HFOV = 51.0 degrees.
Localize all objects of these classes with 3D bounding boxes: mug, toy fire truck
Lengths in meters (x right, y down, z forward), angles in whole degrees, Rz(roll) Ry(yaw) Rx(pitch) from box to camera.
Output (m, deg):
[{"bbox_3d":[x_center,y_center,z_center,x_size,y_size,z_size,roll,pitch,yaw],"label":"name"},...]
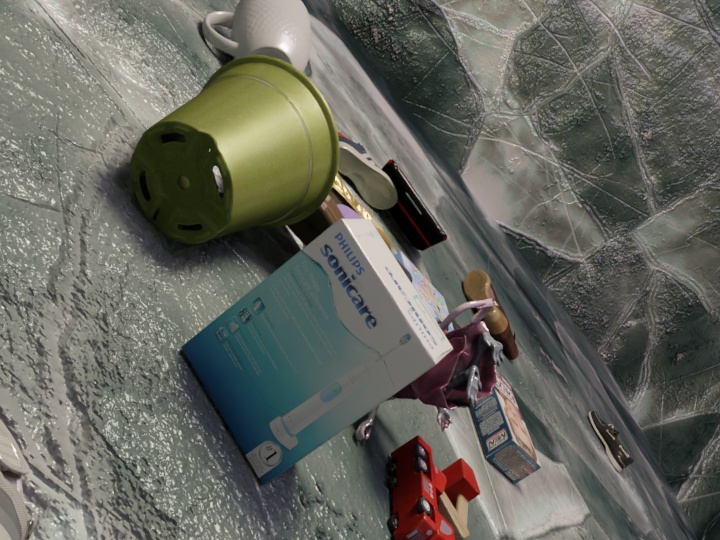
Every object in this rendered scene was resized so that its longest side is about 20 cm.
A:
[{"bbox_3d":[-0.183,-0.405,1.337,0.196,0.149,0.178,14,40,-17],"label":"mug"},{"bbox_3d":[0.093,0.278,0.902,0.141,0.048,0.201,48,18,-19],"label":"toy fire truck"}]

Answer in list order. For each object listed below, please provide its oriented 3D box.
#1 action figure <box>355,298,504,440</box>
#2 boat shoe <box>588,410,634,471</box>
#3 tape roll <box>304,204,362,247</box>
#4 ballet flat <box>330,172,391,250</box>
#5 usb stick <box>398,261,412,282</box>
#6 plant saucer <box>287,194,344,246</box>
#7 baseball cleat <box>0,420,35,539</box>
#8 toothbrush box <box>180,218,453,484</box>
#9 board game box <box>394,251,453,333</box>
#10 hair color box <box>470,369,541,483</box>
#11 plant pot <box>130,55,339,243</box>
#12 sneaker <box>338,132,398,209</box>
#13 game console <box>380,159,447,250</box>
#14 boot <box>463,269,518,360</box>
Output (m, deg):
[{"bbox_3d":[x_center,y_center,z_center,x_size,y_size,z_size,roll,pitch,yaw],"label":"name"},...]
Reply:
[{"bbox_3d":[0.063,0.121,0.901,0.132,0.197,0.153,3,79,-45],"label":"action figure"},{"bbox_3d":[0.746,0.498,2.250,0.074,0.060,0.202,39,23,-38],"label":"boat shoe"},{"bbox_3d":[0.000,0.000,1.156,0.201,0.065,0.201,49,17,-20],"label":"tape roll"},{"bbox_3d":[-0.026,-0.093,1.300,0.201,0.068,0.063,50,45,-7],"label":"ballet flat"},{"bbox_3d":[0.038,0.027,1.043,0.056,0.032,0.200,52,18,-3],"label":"usb stick"},{"bbox_3d":[-0.078,-0.088,1.003,0.200,0.029,0.201,44,-16,16],"label":"plant saucer"},{"bbox_3d":[-0.242,0.078,0.367,0.202,0.069,0.107,57,5,-17],"label":"baseball cleat"},{"bbox_3d":[-0.039,0.070,0.683,0.148,0.199,0.085,55,17,8],"label":"toothbrush box"},{"bbox_3d":[0.119,0.075,1.384,0.151,0.036,0.202,45,19,-30],"label":"board game box"},{"bbox_3d":[0.244,0.261,1.333,0.100,0.060,0.202,43,21,-32],"label":"hair color box"},{"bbox_3d":[-0.147,-0.117,0.820,0.202,0.199,0.190,52,30,-4],"label":"plant pot"},{"bbox_3d":[0.007,-0.211,1.558,0.200,0.074,0.085,43,24,-33],"label":"sneaker"},{"bbox_3d":[0.103,-0.136,1.617,0.202,0.031,0.177,54,-15,-2],"label":"game console"},{"bbox_3d":[0.324,0.109,1.871,0.168,0.071,0.202,58,11,-35],"label":"boot"}]
